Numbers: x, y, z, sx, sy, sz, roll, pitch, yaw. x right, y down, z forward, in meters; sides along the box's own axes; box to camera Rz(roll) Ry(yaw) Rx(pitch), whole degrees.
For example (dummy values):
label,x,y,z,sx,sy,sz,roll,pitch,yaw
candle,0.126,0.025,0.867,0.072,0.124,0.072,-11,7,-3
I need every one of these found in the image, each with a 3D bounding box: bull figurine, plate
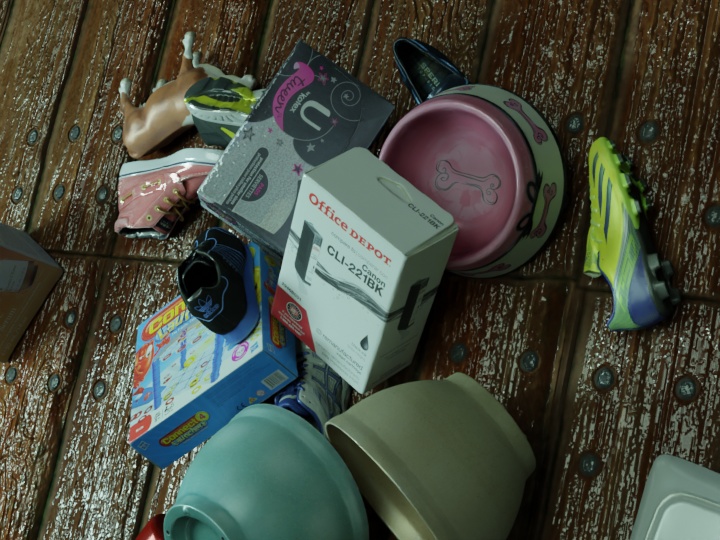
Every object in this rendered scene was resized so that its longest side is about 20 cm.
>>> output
label,x,y,z,sx,sy,sz,roll,pitch,yaw
bull figurine,-0.222,-0.217,1.668,0.199,0.065,0.122,-27,57,22
plate,0.308,0.280,1.153,0.199,0.032,0.201,18,84,37

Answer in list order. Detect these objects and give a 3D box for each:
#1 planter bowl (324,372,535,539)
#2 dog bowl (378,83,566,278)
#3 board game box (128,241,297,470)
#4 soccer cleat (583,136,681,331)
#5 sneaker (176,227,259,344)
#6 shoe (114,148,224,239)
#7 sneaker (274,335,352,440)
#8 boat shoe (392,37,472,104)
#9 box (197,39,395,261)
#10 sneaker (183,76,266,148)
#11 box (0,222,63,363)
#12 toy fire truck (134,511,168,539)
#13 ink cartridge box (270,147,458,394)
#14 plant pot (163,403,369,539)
label,x,y,z,sx,sy,sz,roll,pitch,yaw
planter bowl,0.080,0.183,1.261,0.134,0.201,0.200,-37,52,-13
dog bowl,0.103,-0.089,1.351,0.199,0.074,0.202,4,97,30
board game box,-0.164,0.089,1.482,0.200,0.056,0.196,-35,33,20
soccer cleat,0.242,-0.036,1.285,0.083,0.065,0.201,-26,62,28
sneaker,-0.162,-0.002,1.450,0.070,0.078,0.200,-42,32,9
shoe,-0.222,-0.089,1.624,0.199,0.071,0.092,-5,72,39
sneaker,-0.055,0.132,1.419,0.075,0.088,0.201,-31,58,24
boat shoe,0.090,-0.175,1.434,0.084,0.069,0.200,-51,54,10
box,-0.071,-0.125,1.449,0.132,0.115,0.201,34,84,-2
sneaker,-0.110,-0.168,1.574,0.199,0.085,0.075,20,58,18
box,-0.512,0.010,1.704,0.106,0.200,0.153,38,97,37
toy fire truck,-0.203,0.340,1.379,0.129,0.200,0.176,-52,54,8
ink cartridge box,0.000,0.000,1.348,0.144,0.084,0.201,40,136,24
plant pot,-0.109,0.253,1.325,0.200,0.134,0.201,23,128,34
